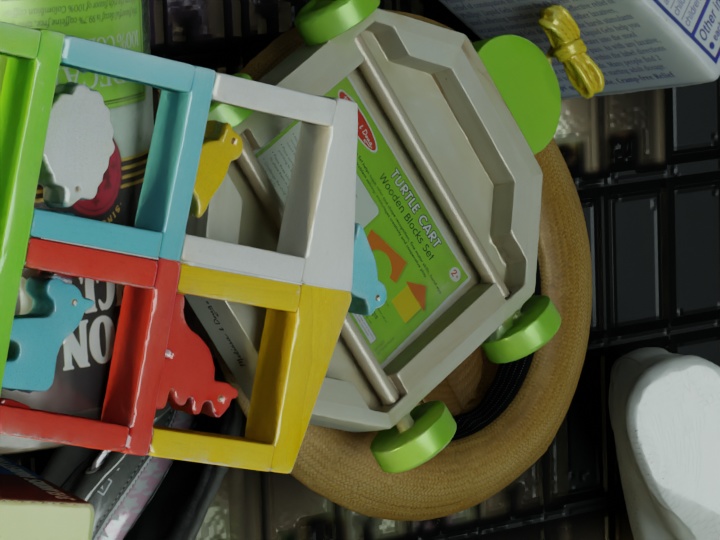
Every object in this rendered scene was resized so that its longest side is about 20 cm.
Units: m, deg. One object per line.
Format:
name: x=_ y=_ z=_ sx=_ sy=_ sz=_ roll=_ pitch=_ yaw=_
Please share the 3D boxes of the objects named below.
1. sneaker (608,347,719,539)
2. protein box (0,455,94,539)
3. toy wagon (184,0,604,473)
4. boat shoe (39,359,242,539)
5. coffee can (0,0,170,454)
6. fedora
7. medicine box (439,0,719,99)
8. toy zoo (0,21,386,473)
sneaker: x=0.152 y=0.127 z=1.259 sx=0.075 sy=0.088 sz=0.201 roll=-16 pitch=100 yaw=-12
protein box: x=-0.216 y=0.159 z=0.985 sx=0.199 sy=0.135 sz=0.200 roll=5 pitch=95 yaw=-27
toy wagon: x=0.017 y=-0.029 z=1.075 sx=0.200 sy=0.039 sz=0.156 roll=-42 pitch=110 yaw=-34
boat shoe: x=-0.108 y=0.117 z=1.106 sx=0.067 sy=0.057 sz=0.201 roll=33 pitch=79 yaw=-32
coffee can: x=-0.143 y=-0.048 z=1.005 sx=0.146 sy=0.146 sz=0.201 roll=-9 pitch=101 yaw=-32
fedora: x=0.000 y=0.000 z=1.139 sx=0.200 sy=0.082 sz=0.202 roll=3 pitch=85 yaw=-34
medicine box: x=0.079 y=-0.199 z=1.136 sx=0.200 sy=0.103 sz=0.183 roll=39 pitch=64 yaw=-30
toy zoo: x=-0.070 y=-0.005 z=0.961 sx=0.199 sy=0.020 sz=0.132 roll=11 pitch=89 yaw=-38
